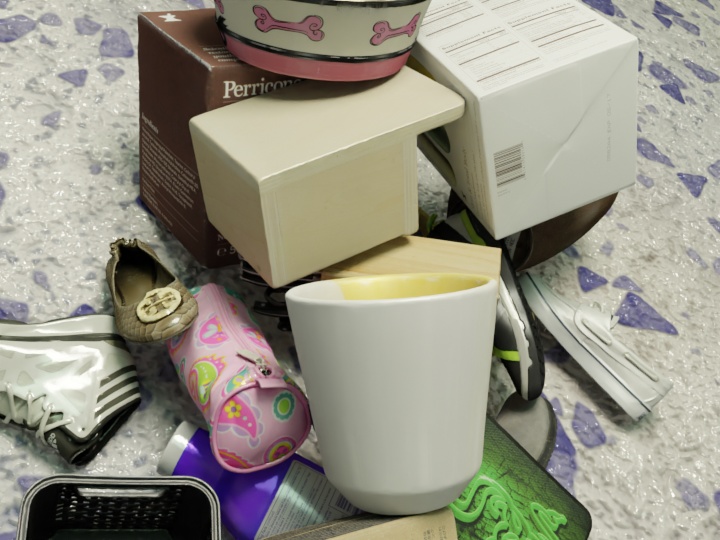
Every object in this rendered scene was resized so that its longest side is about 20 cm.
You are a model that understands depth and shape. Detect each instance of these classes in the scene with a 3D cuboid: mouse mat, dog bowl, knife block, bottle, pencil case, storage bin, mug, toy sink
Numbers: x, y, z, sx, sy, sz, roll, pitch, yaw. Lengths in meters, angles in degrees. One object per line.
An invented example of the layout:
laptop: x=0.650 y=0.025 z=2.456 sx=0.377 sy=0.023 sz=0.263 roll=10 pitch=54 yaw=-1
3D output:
mouse mat: x=0.105 y=0.209 z=0.698 sx=0.200 sy=0.008 sz=0.161 roll=44 pitch=54 yaw=-12
dog bowl: x=-0.037 y=-0.227 z=0.733 sx=0.199 sy=0.074 sz=0.200 roll=6 pitch=32 yaw=-4
knife block: x=0.000 y=0.000 z=0.742 sx=0.175 sy=0.200 sz=0.064 roll=41 pitch=39 yaw=-27
bottle: x=-0.066 y=0.188 z=0.676 sx=0.199 sy=0.065 sz=0.084 roll=27 pitch=69 yaw=1
pencil case: x=-0.106 y=0.080 z=0.692 sx=0.087 sy=0.088 sz=0.200 roll=0 pitch=21 yaw=-24
storage bin: x=-0.167 y=0.250 z=0.564 sx=0.134 sy=0.094 sz=0.201 roll=6 pitch=48 yaw=-19
mug: x=0.042 y=0.083 z=0.609 sx=0.186 sy=0.149 sz=0.154 roll=-7 pitch=96 yaw=-31
toy sink: x=-0.023 y=-0.088 z=0.722 sx=0.199 sy=0.112 sz=0.130 roll=-25 pitch=42 yaw=-24

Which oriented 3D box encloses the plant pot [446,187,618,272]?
plant pot: x=0.174 y=-0.080 z=0.923 sx=0.187 sy=0.187 sz=0.200 roll=34 pitch=38 yaw=8

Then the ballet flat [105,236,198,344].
ballet flat: x=-0.189 y=0.011 z=0.731 sx=0.067 sy=0.047 sz=0.200 roll=-21 pitch=25 yaw=-15

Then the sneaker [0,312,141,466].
sneaker: x=-0.268 y=0.101 z=0.662 sx=0.200 sy=0.076 sz=0.116 roll=-9 pitch=53 yaw=-33

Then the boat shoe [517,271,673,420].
boat shoe: x=0.252 y=0.068 z=0.914 sx=0.200 sy=0.065 sz=0.074 roll=48 pitch=10 yaw=11

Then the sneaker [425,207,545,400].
sneaker: x=0.117 y=0.035 z=0.817 sx=0.072 sy=0.082 sz=0.201 roll=20 pitch=50 yaw=-70

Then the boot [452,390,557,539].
boot: x=0.101 y=0.152 z=0.757 sx=0.132 sy=0.070 sz=0.200 roll=44 pitch=42 yaw=-12

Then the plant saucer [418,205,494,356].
plant saucer: x=0.053 y=0.038 z=0.880 sx=0.200 sy=0.049 sz=0.200 roll=44 pitch=48 yaw=18

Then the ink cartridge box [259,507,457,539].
ink cartridge box: x=-0.002 y=0.268 z=0.546 sx=0.164 sy=0.075 sz=0.201 roll=3 pitch=78 yaw=-44

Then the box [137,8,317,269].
box: x=-0.114 y=-0.137 z=0.830 sx=0.165 sy=0.201 sz=0.164 roll=-14 pitch=37 yaw=-32

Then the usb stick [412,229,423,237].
usb stick: x=0.034 y=-0.048 z=0.893 sx=0.055 sy=0.033 sz=0.201 roll=-4 pitch=53 yaw=-27

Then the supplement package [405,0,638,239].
supplement package: x=0.141 y=-0.163 z=0.794 sx=0.150 sy=0.152 sz=0.200 roll=-21 pitch=40 yaw=-8
